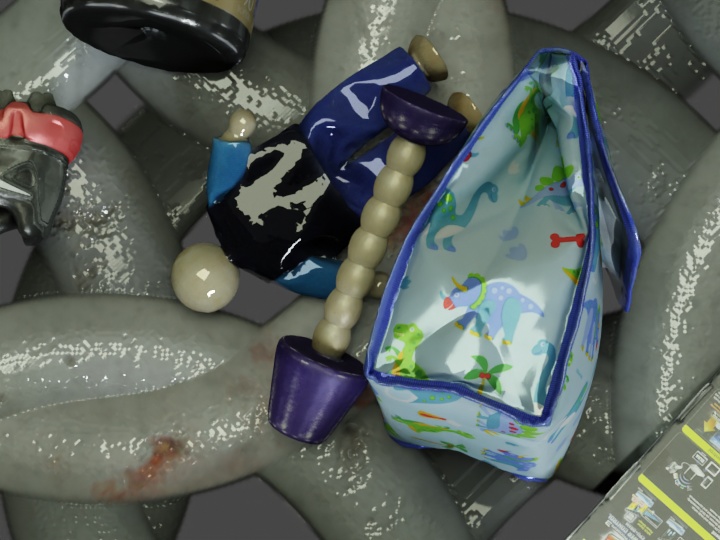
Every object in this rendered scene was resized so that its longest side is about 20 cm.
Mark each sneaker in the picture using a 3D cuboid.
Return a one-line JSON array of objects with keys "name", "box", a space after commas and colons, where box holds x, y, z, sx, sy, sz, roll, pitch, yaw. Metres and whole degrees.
[{"name": "sneaker", "box": [-0.260, -0.051, 1.485, 0.199, 0.071, 0.098, 1, 74, 2]}]

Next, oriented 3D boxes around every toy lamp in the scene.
[{"name": "toy lamp", "box": [0.000, 0.000, 1.439, 0.058, 0.058, 0.201, 24, 103, 9]}]

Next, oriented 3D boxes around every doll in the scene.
[{"name": "doll", "box": [-0.022, -0.042, 1.479, 0.200, 0.048, 0.137, -36, 98, -4]}]

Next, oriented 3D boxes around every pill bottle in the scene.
[{"name": "pill bottle", "box": [-0.100, -0.224, 1.497, 0.111, 0.112, 0.201, 11, 78, 6]}]

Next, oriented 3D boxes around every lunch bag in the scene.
[{"name": "lunch bag", "box": [0.085, -0.002, 1.402, 0.127, 0.170, 0.201, 14, 76, 7]}]

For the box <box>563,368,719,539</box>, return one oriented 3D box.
[{"name": "box", "box": [0.234, 0.160, 1.419, 0.200, 0.044, 0.160, 41, 83, 12]}]
